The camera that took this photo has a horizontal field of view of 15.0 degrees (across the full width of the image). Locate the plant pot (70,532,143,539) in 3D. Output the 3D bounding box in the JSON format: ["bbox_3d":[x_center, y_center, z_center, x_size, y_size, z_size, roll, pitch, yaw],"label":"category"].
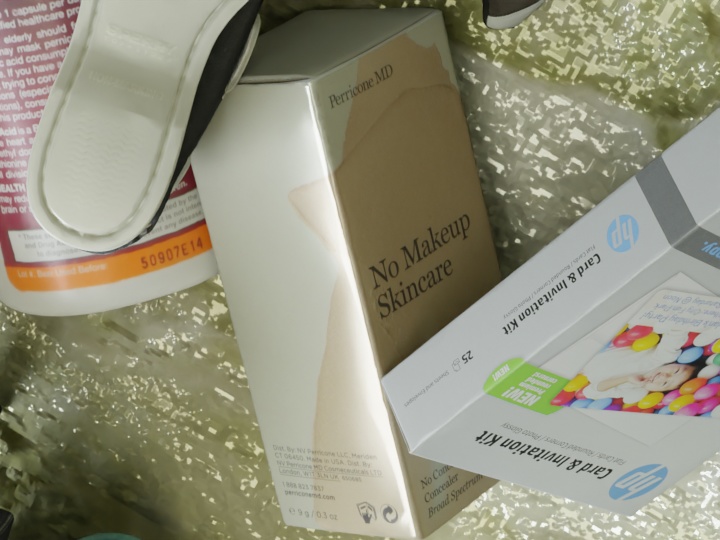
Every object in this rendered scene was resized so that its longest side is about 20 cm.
[{"bbox_3d":[-0.169,0.225,1.224,0.161,0.201,0.201,-10,107,28],"label":"plant pot"}]

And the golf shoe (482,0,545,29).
[{"bbox_3d":[0.000,-0.166,1.085,0.200,0.078,0.095,31,116,5],"label":"golf shoe"}]

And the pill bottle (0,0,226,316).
[{"bbox_3d":[-0.118,-0.093,1.127,0.114,0.114,0.200,-6,109,18],"label":"pill bottle"}]

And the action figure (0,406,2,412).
[{"bbox_3d":[-0.222,0.028,1.175,0.104,0.194,0.200,-12,71,-2],"label":"action figure"}]

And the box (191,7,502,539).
[{"bbox_3d":[0.000,0.000,1.126,0.078,0.095,0.200,3,116,40],"label":"box"}]

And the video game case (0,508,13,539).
[{"bbox_3d":[-0.255,0.145,1.093,0.200,0.026,0.181,19,110,2],"label":"video game case"}]

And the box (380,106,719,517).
[{"bbox_3d":[0.129,0.017,1.080,0.200,0.156,0.041,-38,55,25],"label":"box"}]

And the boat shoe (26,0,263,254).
[{"bbox_3d":[-0.070,-0.101,1.050,0.074,0.060,0.200,19,92,-1],"label":"boat shoe"}]
